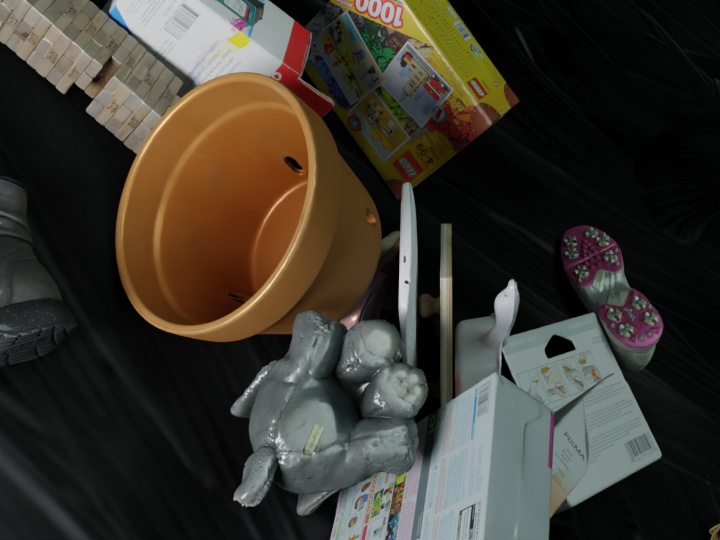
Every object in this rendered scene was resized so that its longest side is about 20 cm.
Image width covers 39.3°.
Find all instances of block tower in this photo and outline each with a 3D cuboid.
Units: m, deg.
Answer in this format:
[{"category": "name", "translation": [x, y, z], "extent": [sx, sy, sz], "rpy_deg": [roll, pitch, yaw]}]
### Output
[{"category": "block tower", "translation": [-0.215, -0.168, 0.839], "extent": [0.199, 0.054, 0.058], "rpy_deg": [40, 41, -18]}]

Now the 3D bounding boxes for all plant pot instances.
[{"category": "plant pot", "translation": [-0.075, -0.033, 0.795], "extent": [0.139, 0.198, 0.203], "rpy_deg": [27, 45, -51]}]

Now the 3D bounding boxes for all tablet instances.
[{"category": "tablet", "translation": [0.044, 0.037, 0.877], "extent": [0.013, 0.201, 0.132], "rpy_deg": [-1, 53, 5]}]

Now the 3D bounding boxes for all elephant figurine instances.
[{"category": "elephant figurine", "translation": [-0.028, 0.119, 0.788], "extent": [0.152, 0.200, 0.144], "rpy_deg": [5, 73, -12]}]

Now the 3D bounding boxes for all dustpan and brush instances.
[{"category": "dustpan and brush", "translation": [0.112, 0.076, 0.894], "extent": [0.202, 0.056, 0.141], "rpy_deg": [80, 12, -49]}]

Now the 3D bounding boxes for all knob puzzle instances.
[{"category": "knob puzzle", "translation": [0.068, 0.054, 0.912], "extent": [0.030, 0.221, 0.222], "rpy_deg": [0, 53, 5]}]

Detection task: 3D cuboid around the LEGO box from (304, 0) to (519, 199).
[{"category": "LEGO box", "translation": [0.042, -0.203, 1.043], "extent": [0.201, 0.148, 0.077], "rpy_deg": [53, 40, -1]}]

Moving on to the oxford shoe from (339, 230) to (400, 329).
[{"category": "oxford shoe", "translation": [0.000, 0.000, 0.926], "extent": [0.073, 0.072, 0.200], "rpy_deg": [17, 21, 13]}]

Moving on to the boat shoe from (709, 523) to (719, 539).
[{"category": "boat shoe", "translation": [0.431, 0.311, 1.144], "extent": [0.198, 0.074, 0.067], "rpy_deg": [4, 48, -45]}]

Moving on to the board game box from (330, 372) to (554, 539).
[{"category": "board game box", "translation": [0.051, 0.188, 0.744], "extent": [0.064, 0.199, 0.149], "rpy_deg": [33, 45, -20]}]

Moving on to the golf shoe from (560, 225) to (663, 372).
[{"category": "golf shoe", "translation": [0.289, 0.034, 1.196], "extent": [0.092, 0.074, 0.202], "rpy_deg": [76, -3, -48]}]

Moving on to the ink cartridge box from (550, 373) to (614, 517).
[{"category": "ink cartridge box", "translation": [0.137, 0.179, 0.865], "extent": [0.199, 0.162, 0.050], "rpy_deg": [-25, 75, -49]}]

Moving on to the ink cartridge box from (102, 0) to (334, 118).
[{"category": "ink cartridge box", "translation": [-0.126, -0.191, 0.894], "extent": [0.199, 0.116, 0.068], "rpy_deg": [33, 44, -25]}]

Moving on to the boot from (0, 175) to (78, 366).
[{"category": "boot", "translation": [-0.288, 0.002, 0.652], "extent": [0.199, 0.069, 0.133], "rpy_deg": [-6, 65, -58]}]

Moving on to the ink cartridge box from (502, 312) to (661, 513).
[{"category": "ink cartridge box", "translation": [0.221, 0.145, 1.063], "extent": [0.198, 0.043, 0.176], "rpy_deg": [-9, 70, -47]}]
